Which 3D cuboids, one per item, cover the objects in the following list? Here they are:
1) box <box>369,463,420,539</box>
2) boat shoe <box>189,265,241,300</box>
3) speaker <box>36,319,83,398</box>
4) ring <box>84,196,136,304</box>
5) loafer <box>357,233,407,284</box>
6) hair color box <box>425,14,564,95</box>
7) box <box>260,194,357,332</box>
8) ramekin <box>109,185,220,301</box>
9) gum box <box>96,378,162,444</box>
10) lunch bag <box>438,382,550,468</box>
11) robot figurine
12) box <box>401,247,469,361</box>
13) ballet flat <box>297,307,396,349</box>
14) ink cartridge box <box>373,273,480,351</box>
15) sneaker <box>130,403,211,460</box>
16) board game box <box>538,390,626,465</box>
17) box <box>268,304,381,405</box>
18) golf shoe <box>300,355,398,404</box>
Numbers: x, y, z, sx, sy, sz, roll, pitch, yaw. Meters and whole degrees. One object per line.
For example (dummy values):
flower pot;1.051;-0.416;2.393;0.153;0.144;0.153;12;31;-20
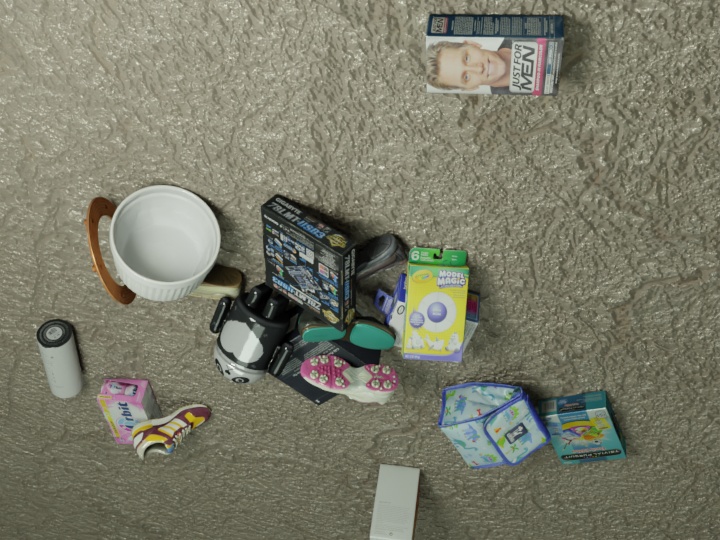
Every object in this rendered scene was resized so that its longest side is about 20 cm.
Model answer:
box;0.088;0.617;2.218;0.104;0.203;0.154;5;139;8
boat shoe;-0.335;0.023;1.762;0.195;0.073;0.066;8;138;-6
speaker;-0.686;0.205;2.024;0.079;0.082;0.202;9;138;1
ring;-0.459;-0.035;1.626;0.019;0.203;0.203;-14;134;7
loafer;0.000;0.000;1.668;0.197;0.073;0.063;-26;131;30
hair color box;0.194;-0.314;1.291;0.195;0.061;0.101;3;137;9
box;-0.094;-0.011;1.615;0.198;0.050;0.201;30;142;26
ramekin;-0.357;-0.042;1.607;0.196;0.204;0.105;19;149;-9
gum box;-0.557;0.343;2.155;0.110;0.067;0.203;2;137;7
lunch bag;0.291;0.330;1.906;0.196;0.129;0.171;-16;130;27
robot figurine;-0.212;0.125;1.736;0.123;0.151;0.203;14;113;-35
box;0.139;0.063;1.638;0.114;0.048;0.206;3;97;-3
ballet flat;-0.025;0.103;1.699;0.195;0.069;0.069;9;134;-20
ink cartridge box;0.122;0.090;1.732;0.195;0.077;0.138;14;137;-5
sneaker;-0.445;0.392;2.120;0.196;0.091;0.076;-19;140;-15
board game box;0.494;0.353;1.962;0.148;0.048;0.201;-12;133;24
box;-0.085;0.163;1.834;0.181;0.106;0.198;37;132;-25
golf shoe;-0.025;0.226;1.760;0.195;0.077;0.092;12;141;0
